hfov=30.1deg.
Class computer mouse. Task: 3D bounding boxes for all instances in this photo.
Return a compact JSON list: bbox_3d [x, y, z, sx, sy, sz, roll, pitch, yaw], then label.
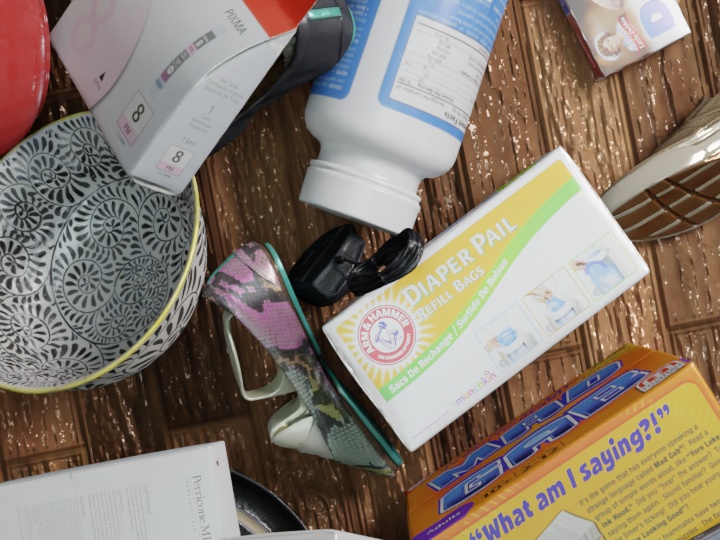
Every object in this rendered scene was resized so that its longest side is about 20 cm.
[{"bbox_3d":[0.000,0.000,0.878,0.034,0.200,0.059,42,77,-15],"label":"computer mouse"}]

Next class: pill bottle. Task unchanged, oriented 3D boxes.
[{"bbox_3d":[0.026,-0.131,0.915,0.111,0.112,0.203,19,90,0],"label":"pill bottle"}]

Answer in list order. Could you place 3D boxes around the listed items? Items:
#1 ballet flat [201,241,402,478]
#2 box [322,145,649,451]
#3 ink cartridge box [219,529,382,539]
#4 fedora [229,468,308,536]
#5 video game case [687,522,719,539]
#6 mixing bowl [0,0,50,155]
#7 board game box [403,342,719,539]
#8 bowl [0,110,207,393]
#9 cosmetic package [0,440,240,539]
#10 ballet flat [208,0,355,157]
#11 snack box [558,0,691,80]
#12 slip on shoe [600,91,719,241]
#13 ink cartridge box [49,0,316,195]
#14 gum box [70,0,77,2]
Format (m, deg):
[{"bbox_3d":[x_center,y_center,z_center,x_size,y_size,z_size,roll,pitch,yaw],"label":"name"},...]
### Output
[{"bbox_3d":[-0.046,0.075,0.918,0.071,0.069,0.201,-33,112,-6],"label":"ballet flat"},{"bbox_3d":[0.080,0.019,0.915,0.199,0.112,0.102,-37,90,2],"label":"box"},{"bbox_3d":[-0.012,0.249,0.852,0.082,0.200,0.147,-9,71,20],"label":"ink cartridge box"},{"bbox_3d":[-0.120,0.230,0.925,0.197,0.092,0.204,0,90,0],"label":"fedora"},{"bbox_3d":[0.198,0.230,0.762,0.198,0.019,0.144,-28,90,1],"label":"video game case"},{"bbox_3d":[-0.273,-0.147,0.895,0.107,0.199,0.203,-3,90,-30],"label":"mixing bowl"},{"bbox_3d":[0.164,0.189,0.870,0.199,0.200,0.201,-33,90,1],"label":"board game box"},{"bbox_3d":[-0.175,0.002,0.910,0.198,0.094,0.203,-10,63,20],"label":"bowl"},{"bbox_3d":[-0.145,0.222,0.855,0.149,0.052,0.203,-10,86,7],"label":"cosmetic package"},{"bbox_3d":[-0.092,-0.127,0.892,0.199,0.073,0.074,-28,90,34],"label":"ballet flat"},{"bbox_3d":[0.158,-0.242,0.956,0.071,0.024,0.202,-27,90,-1],"label":"snack box"},{"bbox_3d":[0.251,-0.091,0.942,0.199,0.076,0.061,-32,50,8],"label":"slip on shoe"},{"bbox_3d":[-0.105,-0.174,0.843,0.201,0.057,0.163,-54,47,21],"label":"ink cartridge box"},{"bbox_3d":[-0.226,-0.279,0.937,0.199,0.066,0.114,37,90,0],"label":"gum box"}]
